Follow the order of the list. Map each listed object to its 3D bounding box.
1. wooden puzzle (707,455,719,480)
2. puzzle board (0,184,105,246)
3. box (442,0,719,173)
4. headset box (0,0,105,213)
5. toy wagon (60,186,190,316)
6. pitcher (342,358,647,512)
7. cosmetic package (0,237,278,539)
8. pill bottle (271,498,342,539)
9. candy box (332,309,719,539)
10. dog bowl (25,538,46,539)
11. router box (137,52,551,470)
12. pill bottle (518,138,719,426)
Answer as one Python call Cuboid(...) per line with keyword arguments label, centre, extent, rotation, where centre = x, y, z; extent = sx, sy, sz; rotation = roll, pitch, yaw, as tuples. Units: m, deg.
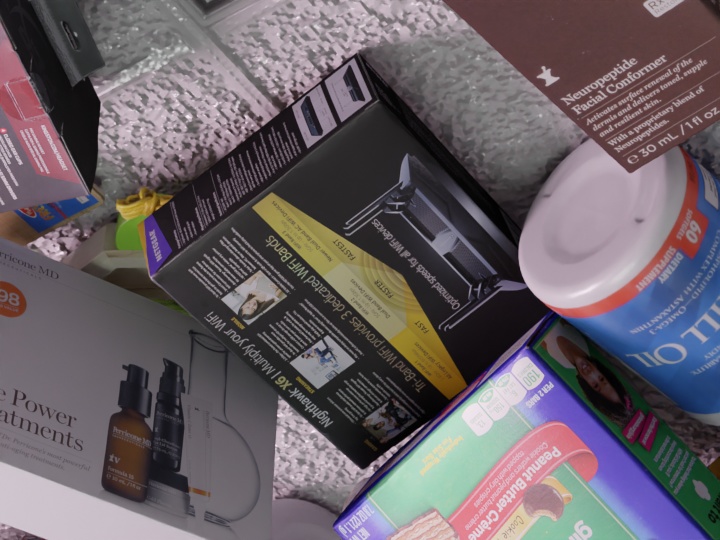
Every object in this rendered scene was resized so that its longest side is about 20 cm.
Cuboid(label="wooden puzzle", centre=(0.220, 0.145, 1.364), extent=(0.046, 0.185, 0.200), rotation=(45, 135, 11))
Cuboid(label="puzzle board", centre=(-0.258, -0.069, 1.233), extent=(0.150, 0.017, 0.200), rotation=(-26, 131, 24))
Cuboid(label="box", centre=(0.111, -0.146, 1.102), extent=(0.100, 0.075, 0.200), rotation=(-31, 127, 30))
Cuboid(label="headset box", centre=(-0.230, -0.097, 1.137), extent=(0.198, 0.075, 0.149), rotation=(-11, 136, 12))
Cuboid(label="toy wagon", centre=(-0.109, 0.018, 1.307), extent=(0.154, 0.040, 0.201), rotation=(-1, 136, 2))
Cuboid(label="pitcher", centre=(0.105, 0.149, 1.367), extent=(0.172, 0.121, 0.200), rotation=(43, 132, -3))
Cuboid(label="cosmetic package", centre=(-0.142, 0.079, 1.233), extent=(0.199, 0.151, 0.052), rotation=(23, 131, -22))
Cuboid(label="pill bottle", centre=(-0.084, 0.246, 1.495), extent=(0.112, 0.113, 0.200), rotation=(26, 131, -24))
Cuboid(label="candy box", centre=(0.113, 0.153, 1.239), extent=(0.200, 0.077, 0.169), rotation=(45, 117, 0))
Cuboid(label="dog bowl", centre=(-0.196, 0.264, 1.476), extent=(0.074, 0.200, 0.201), rotation=(-24, 152, -37))
Cuboid(label="router box", centre=(0.000, 0.000, 1.242), extent=(0.157, 0.052, 0.200), rotation=(-36, 127, 11))
Cuboid(label="pill bottle", centre=(0.190, 0.017, 1.245), extent=(0.112, 0.113, 0.200), rotation=(-33, 128, 31))
